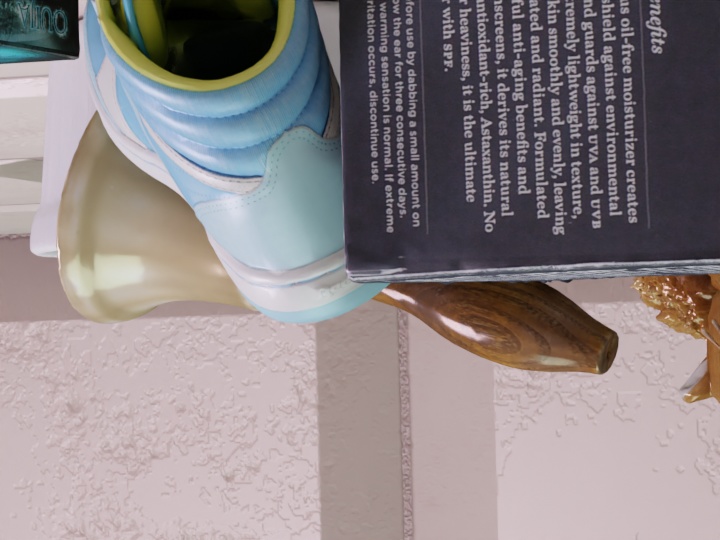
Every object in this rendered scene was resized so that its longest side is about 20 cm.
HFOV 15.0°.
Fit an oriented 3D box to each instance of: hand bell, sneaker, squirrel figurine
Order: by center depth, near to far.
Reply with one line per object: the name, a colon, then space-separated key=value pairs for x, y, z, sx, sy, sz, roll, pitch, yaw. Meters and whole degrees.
sneaker: x=-0.055 y=-0.083 z=0.903 sx=0.079 sy=0.131 sz=0.200 roll=-33 pitch=-140 yaw=-10
hand bell: x=0.000 y=0.000 z=0.988 sx=0.199 sy=0.105 sz=0.104 roll=20 pitch=-172 yaw=26
squirrel figurine: x=0.257 y=-0.001 z=1.792 sx=0.141 sy=0.188 sz=0.200 roll=-2 pitch=178 yaw=-8

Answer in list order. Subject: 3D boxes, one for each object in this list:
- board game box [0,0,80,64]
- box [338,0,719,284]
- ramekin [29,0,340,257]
board game box: x=-0.225 y=-0.091 z=1.033 sx=0.199 sy=0.028 sz=0.135 roll=-2 pitch=179 yaw=23
box: x=0.124 y=-0.058 z=0.869 sx=0.198 sy=0.124 sz=0.200 roll=-1 pitch=180 yaw=26
ramekin: x=-0.043 y=-0.057 z=1.176 sx=0.199 sy=0.098 sz=0.200 roll=-2 pitch=179 yaw=0
